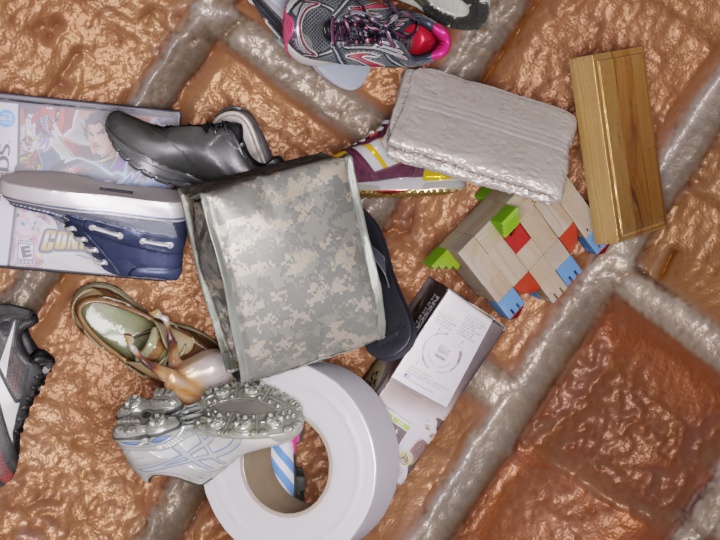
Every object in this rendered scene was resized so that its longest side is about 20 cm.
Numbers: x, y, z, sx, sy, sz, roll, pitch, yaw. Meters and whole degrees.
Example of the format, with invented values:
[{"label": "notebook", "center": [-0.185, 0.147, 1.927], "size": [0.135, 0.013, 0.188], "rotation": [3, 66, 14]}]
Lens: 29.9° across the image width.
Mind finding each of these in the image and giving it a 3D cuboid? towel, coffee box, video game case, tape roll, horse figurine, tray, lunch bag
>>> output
[{"label": "towel", "center": [0.126, -0.141, 1.413], "size": [0.197, 0.035, 0.134], "rotation": [17, 49, 1]}, {"label": "coffee box", "center": [0.061, 0.116, 1.459], "size": [0.079, 0.113, 0.201], "rotation": [33, 91, -10]}, {"label": "video game case", "center": [-0.296, -0.088, 1.431], "size": [0.197, 0.025, 0.184], "rotation": [5, 95, -8]}, {"label": "tape roll", "center": [-0.063, 0.193, 1.381], "size": [0.199, 0.071, 0.206], "rotation": [0, 90, 23]}, {"label": "horse figurine", "center": [-0.158, 0.083, 1.395], "size": [0.198, 0.050, 0.134], "rotation": [-30, 116, -18]}, {"label": "tray", "center": [0.285, -0.138, 1.477], "size": [0.098, 0.037, 0.203], "rotation": [-16, 101, -43]}, {"label": "lunch bag", "center": [-0.073, -0.001, 1.326], "size": [0.162, 0.117, 0.203], "rotation": [-16, 101, -19]}]

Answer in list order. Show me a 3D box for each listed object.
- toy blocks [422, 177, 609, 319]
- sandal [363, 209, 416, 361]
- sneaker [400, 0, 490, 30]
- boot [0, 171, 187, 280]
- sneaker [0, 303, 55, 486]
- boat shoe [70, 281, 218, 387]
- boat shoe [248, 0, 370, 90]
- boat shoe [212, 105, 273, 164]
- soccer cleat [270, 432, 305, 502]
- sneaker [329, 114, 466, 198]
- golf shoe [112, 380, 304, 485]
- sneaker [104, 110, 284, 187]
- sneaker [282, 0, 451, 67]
[{"label": "toy blocks", "center": [0.185, -0.026, 1.479], "size": [0.200, 0.100, 0.137], "rotation": [-45, 113, -11]}, {"label": "sandal", "center": [0.001, 0.000, 1.422], "size": [0.076, 0.043, 0.202], "rotation": [-36, 62, 11]}, {"label": "sneaker", "center": [0.059, -0.335, 1.446], "size": [0.198, 0.077, 0.089], "rotation": [29, 54, -1]}, {"label": "boot", "center": [-0.276, -0.044, 1.393], "size": [0.197, 0.073, 0.092], "rotation": [9, 109, 0]}, {"label": "sneaker", "center": [-0.369, 0.128, 1.420], "size": [0.096, 0.071, 0.204], "rotation": [-3, 95, -5]}, {"label": "boat shoe", "center": [-0.221, 0.084, 1.435], "size": [0.198, 0.074, 0.076], "rotation": [28, 92, -10]}, {"label": "boat shoe", "center": [-0.068, -0.268, 1.423], "size": [0.199, 0.068, 0.074], "rotation": [39, 77, -34]}, {"label": "boat shoe", "center": [-0.104, -0.081, 1.447], "size": [0.066, 0.057, 0.203], "rotation": [-15, 103, 14]}, {"label": "soccer cleat", "center": [-0.105, 0.180, 1.464], "size": [0.085, 0.070, 0.204], "rotation": [-3, 96, -6]}, {"label": "sneaker", "center": [0.018, -0.126, 1.454], "size": [0.197, 0.075, 0.092], "rotation": [0, 87, -14]}, {"label": "golf shoe", "center": [-0.146, 0.169, 1.353], "size": [0.197, 0.079, 0.098], "rotation": [-3, 124, 14]}, {"label": "sneaker", "center": [-0.166, -0.122, 1.386], "size": [0.198, 0.076, 0.092], "rotation": [27, 104, -7]}, {"label": "sneaker", "center": [0.005, -0.250, 1.391], "size": [0.198, 0.074, 0.082], "rotation": [-5, 102, -37]}]
